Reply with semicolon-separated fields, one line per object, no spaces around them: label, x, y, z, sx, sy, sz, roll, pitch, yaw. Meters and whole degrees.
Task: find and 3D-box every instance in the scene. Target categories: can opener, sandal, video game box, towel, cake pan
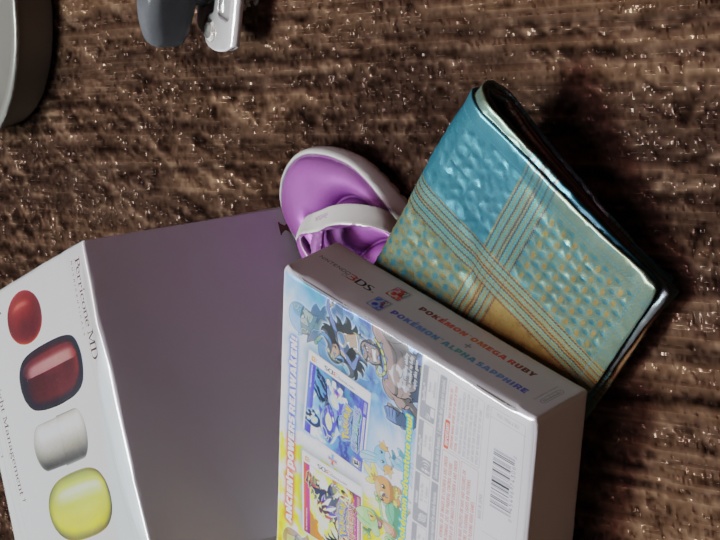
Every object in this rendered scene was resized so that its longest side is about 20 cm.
can opener;-0.082;-0.218;1.610;0.053;0.066;0.201;39;126;50
sandal;0.001;-0.007;1.533;0.203;0.050;0.083;41;132;46
video game box;0.032;0.111;1.463;0.182;0.047;0.201;29;131;34
towel;0.071;0.016;1.417;0.147;0.022;0.200;49;141;18
cake pan;-0.266;-0.187;1.951;0.200;0.037;0.201;25;120;55

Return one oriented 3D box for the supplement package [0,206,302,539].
supplement package;-0.118;0.083;1.667;0.200;0.146;0.192;-26;76;60
